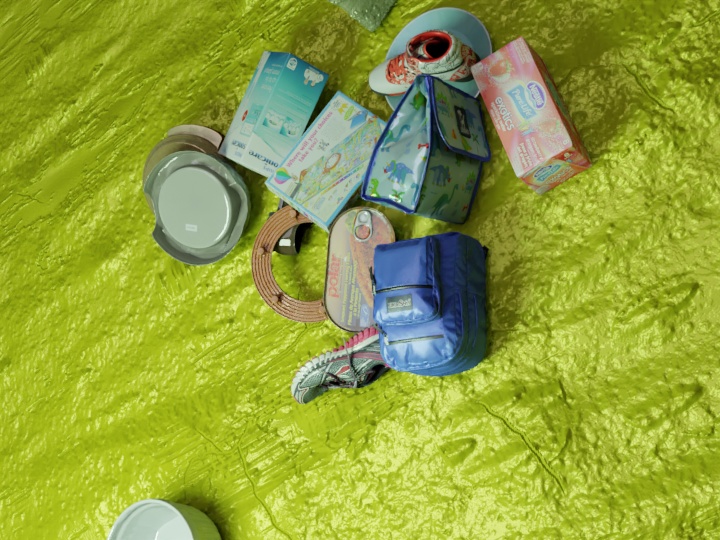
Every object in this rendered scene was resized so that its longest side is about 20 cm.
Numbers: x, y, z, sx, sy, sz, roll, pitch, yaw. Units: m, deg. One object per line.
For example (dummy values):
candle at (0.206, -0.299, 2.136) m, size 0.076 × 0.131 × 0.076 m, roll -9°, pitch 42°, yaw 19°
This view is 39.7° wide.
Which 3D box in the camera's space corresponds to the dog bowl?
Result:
dog bowl at (-0.283, -0.113, 1.754) m, size 0.198 × 0.059 × 0.202 m, roll 5°, pitch 106°, yaw 18°

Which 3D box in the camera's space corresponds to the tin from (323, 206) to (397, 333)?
tin at (0.000, 0.000, 1.594) m, size 0.111 × 0.042 × 0.202 m, roll 5°, pitch 86°, yaw 8°

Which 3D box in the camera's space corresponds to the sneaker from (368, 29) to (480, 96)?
sneaker at (0.081, -0.332, 1.577) m, size 0.200 × 0.108 × 0.068 m, roll -1°, pitch 78°, yaw 31°

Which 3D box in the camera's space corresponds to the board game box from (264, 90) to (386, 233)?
board game box at (-0.043, -0.179, 1.637) m, size 0.134 × 0.034 × 0.201 m, roll 36°, pitch 82°, yaw 16°

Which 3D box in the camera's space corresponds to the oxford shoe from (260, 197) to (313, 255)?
oxford shoe at (-0.097, -0.120, 1.694) m, size 0.084 × 0.073 × 0.202 m, roll 17°, pitch 89°, yaw 16°

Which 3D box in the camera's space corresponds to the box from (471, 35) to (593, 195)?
box at (0.253, -0.229, 1.483) m, size 0.094 × 0.102 × 0.201 m, roll -29°, pitch 64°, yaw 22°

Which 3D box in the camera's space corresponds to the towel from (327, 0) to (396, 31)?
towel at (0.023, -0.519, 1.672) m, size 0.201 × 0.148 × 0.036 m, roll -59°, pitch 31°, yaw 5°

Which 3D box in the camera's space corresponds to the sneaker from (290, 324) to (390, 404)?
sneaker at (-0.025, 0.159, 1.569) m, size 0.199 × 0.080 × 0.075 m, roll -32°, pitch 66°, yaw 20°

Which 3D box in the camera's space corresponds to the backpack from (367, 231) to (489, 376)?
backpack at (0.092, 0.055, 1.476) m, size 0.161 × 0.167 × 0.202 m, roll -10°, pitch 77°, yaw 35°

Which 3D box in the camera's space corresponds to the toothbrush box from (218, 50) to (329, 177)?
toothbrush box at (-0.151, -0.266, 1.709) m, size 0.201 × 0.085 × 0.146 m, roll -66°, pitch 26°, yaw 3°

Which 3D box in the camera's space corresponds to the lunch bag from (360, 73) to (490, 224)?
lunch bag at (0.111, -0.181, 1.504) m, size 0.127 × 0.170 × 0.202 m, roll 18°, pitch 96°, yaw 32°

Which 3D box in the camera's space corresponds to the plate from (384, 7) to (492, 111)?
plate at (0.127, -0.330, 1.628) m, size 0.198 × 0.026 × 0.202 m, roll -8°, pitch 74°, yaw 28°

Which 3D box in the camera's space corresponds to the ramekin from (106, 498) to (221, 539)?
ramekin at (-0.318, 0.481, 1.651) m, size 0.199 × 0.105 × 0.202 m, roll -8°, pitch 75°, yaw 30°

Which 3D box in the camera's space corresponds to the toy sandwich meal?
toy sandwich meal at (-0.308, -0.166, 1.819) m, size 0.203 × 0.070 × 0.207 m, roll 5°, pitch 106°, yaw 17°

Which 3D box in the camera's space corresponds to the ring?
ring at (-0.086, -0.015, 1.640) m, size 0.198 × 0.019 × 0.203 m, roll -1°, pitch 86°, yaw 9°
